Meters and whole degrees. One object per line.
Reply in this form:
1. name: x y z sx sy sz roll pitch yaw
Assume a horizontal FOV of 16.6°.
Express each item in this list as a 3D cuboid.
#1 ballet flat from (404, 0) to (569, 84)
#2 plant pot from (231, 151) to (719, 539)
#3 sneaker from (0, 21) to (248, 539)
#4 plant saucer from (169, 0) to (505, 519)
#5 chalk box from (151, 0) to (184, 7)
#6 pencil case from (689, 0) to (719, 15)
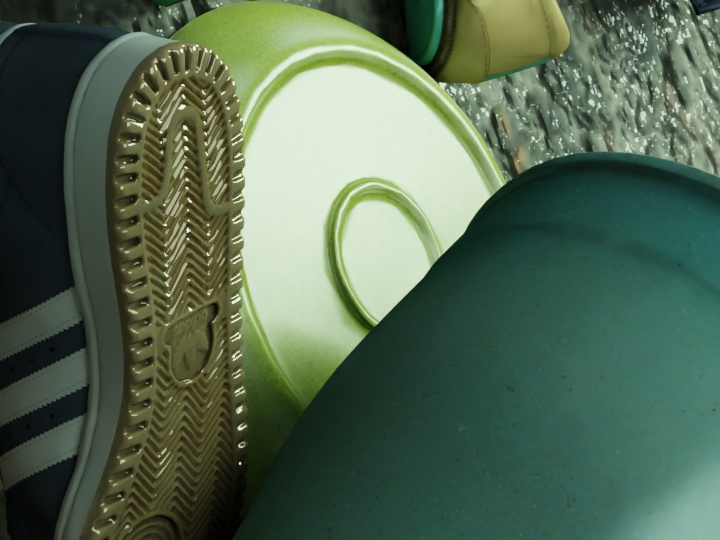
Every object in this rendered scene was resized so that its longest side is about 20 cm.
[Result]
1. ballet flat: 0.040 -0.167 0.915 0.063 0.069 0.201 -4 85 -15
2. plant pot: 0.048 0.099 0.706 0.188 0.200 0.201 -39 105 -34
3. sneaker: -0.093 0.023 0.706 0.070 0.108 0.201 -21 122 -52
4. plant saucer: 0.000 0.000 0.836 0.200 0.031 0.201 21 60 -43
5. chalk box: -0.042 -0.176 0.788 0.125 0.124 0.200 49 46 -25
6. pencil case: 0.130 -0.212 1.024 0.086 0.078 0.201 -5 78 -19
